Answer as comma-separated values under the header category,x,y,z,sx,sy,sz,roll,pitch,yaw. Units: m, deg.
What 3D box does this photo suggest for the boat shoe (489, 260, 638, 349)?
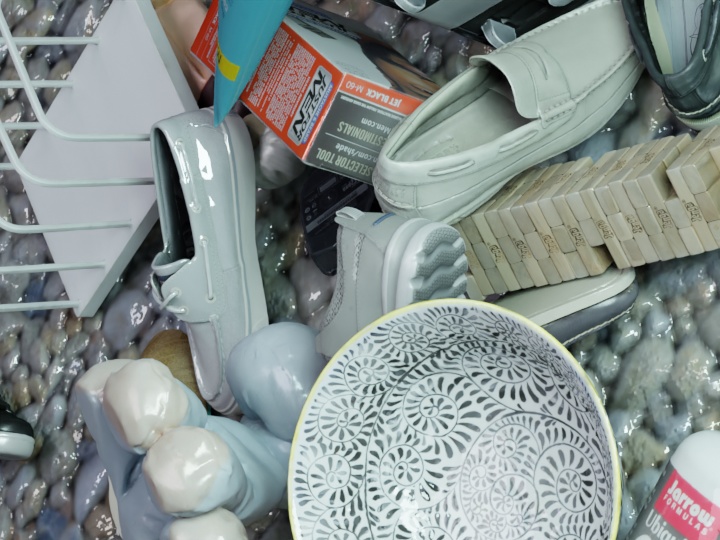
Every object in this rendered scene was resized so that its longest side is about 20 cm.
category,x,y,z,sx,sy,sz,roll,pitch,yaw
boat shoe,0.088,0.053,1.518,0.199,0.073,0.063,-26,103,31

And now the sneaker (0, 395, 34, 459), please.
category,x,y,z,sx,sy,sz,roll,pitch,yaw
sneaker,-0.300,0.071,1.866,0.199,0.073,0.113,7,83,47

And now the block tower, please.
category,x,y,z,sx,sy,sz,roll,pitch,yaw
block tower,0.139,-0.033,1.468,0.199,0.054,0.058,-15,110,42

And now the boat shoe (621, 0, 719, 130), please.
category,x,y,z,sx,sy,sz,roll,pitch,yaw
boat shoe,0.178,-0.182,1.479,0.074,0.066,0.201,-13,68,35

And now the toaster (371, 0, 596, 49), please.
category,x,y,z,sx,sy,sz,roll,pitch,yaw
toaster,0.054,-0.240,1.541,0.118,0.180,0.201,-34,56,34

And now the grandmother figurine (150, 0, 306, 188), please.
category,x,y,z,sx,sy,sz,roll,pitch,yaw
grandmother figurine,-0.094,-0.117,1.736,0.200,0.060,0.122,48,133,44

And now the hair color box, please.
category,x,y,z,sx,sy,sz,roll,pitch,yaw
hair color box,-0.016,-0.112,1.590,0.064,0.110,0.200,-63,32,13

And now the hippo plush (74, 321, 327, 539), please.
category,x,y,z,sx,sy,sz,roll,pitch,yaw
hippo plush,-0.063,0.122,1.553,0.159,0.160,0.201,34,140,56

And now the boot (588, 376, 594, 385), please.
category,x,y,z,sx,sy,sz,roll,pitch,yaw
boot,0.084,0.153,1.480,0.090,0.073,0.200,47,109,19

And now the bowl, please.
category,x,y,z,sx,sy,sz,roll,pitch,yaw
bowl,0.069,0.118,1.393,0.200,0.094,0.202,-3,84,31

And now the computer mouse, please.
category,x,y,z,sx,sy,sz,roll,pitch,yaw
computer mouse,0.000,0.000,1.596,0.058,0.034,0.201,-34,38,19

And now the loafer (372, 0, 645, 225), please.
category,x,y,z,sx,sy,sz,roll,pitch,yaw
loafer,0.090,-0.098,1.485,0.200,0.070,0.070,-40,60,-17

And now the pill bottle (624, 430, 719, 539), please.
category,x,y,z,sx,sy,sz,roll,pitch,yaw
pill bottle,0.192,0.153,1.331,0.111,0.110,0.201,39,105,44

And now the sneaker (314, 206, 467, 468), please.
category,x,y,z,sx,sy,sz,roll,pitch,yaw
sneaker,0.012,0.053,1.485,0.082,0.075,0.201,25,119,34

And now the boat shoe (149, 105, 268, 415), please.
category,x,y,z,sx,sy,sz,roll,pitch,yaw
boat shoe,-0.104,-0.003,1.665,0.072,0.068,0.201,20,114,55

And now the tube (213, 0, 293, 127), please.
category,x,y,z,sx,sy,sz,roll,pitch,yaw
tube,-0.061,-0.165,1.514,0.200,0.050,0.078,121,159,-60

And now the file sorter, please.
category,x,y,z,sx,sy,sz,roll,pitch,yaw
file sorter,-0.216,-0.080,1.754,0.200,0.124,0.139,-52,53,40

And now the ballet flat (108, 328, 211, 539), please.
category,x,y,z,sx,sy,sz,roll,pitch,yaw
ballet flat,-0.136,0.125,1.689,0.068,0.072,0.201,-25,60,39
